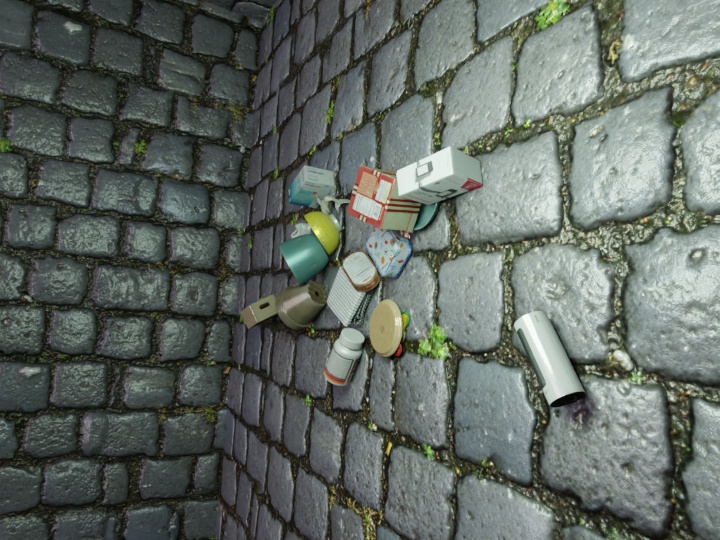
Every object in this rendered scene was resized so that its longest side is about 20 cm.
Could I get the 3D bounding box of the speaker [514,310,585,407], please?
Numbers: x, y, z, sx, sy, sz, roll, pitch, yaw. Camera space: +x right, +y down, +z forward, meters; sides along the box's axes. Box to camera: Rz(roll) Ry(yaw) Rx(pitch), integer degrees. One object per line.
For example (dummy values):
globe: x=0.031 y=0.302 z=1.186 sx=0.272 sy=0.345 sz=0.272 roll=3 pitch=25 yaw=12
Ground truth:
speaker: x=0.414 y=0.193 z=1.128 sx=0.081 sy=0.081 sz=0.201 roll=-52 pitch=42 yaw=43

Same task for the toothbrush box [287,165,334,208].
toothbrush box: x=-0.226 y=-0.377 z=2.335 sx=0.200 sy=0.145 sz=0.086 roll=-41 pitch=50 yaw=49

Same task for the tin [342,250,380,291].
tin: x=0.000 y=0.000 z=1.890 sx=0.112 sy=0.042 sz=0.200 roll=-36 pitch=41 yaw=1

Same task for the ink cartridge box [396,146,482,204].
ink cartridge box: x=0.222 y=-0.263 z=1.461 sx=0.199 sy=0.144 sz=0.084 roll=-16 pitch=72 yaw=45

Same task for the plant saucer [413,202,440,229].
plant saucer: x=0.201 y=-0.228 z=1.645 sx=0.199 sy=0.036 sz=0.202 roll=-19 pitch=68 yaw=58

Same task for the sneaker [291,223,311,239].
sneaker: x=-0.306 y=-0.145 z=2.499 sx=0.071 sy=0.080 sz=0.202 roll=53 pitch=131 yaw=49

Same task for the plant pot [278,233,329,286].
plant pot: x=-0.229 y=-0.060 z=2.170 sx=0.202 sy=0.160 sz=0.201 roll=61 pitch=177 yaw=5

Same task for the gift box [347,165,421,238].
gift box: x=0.097 y=-0.212 z=1.613 sx=0.199 sy=0.186 sz=0.186 roll=35 pitch=114 yaw=36

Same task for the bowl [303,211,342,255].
bowl: x=-0.141 y=-0.176 z=2.153 sx=0.107 sy=0.201 sz=0.200 roll=-34 pitch=39 yaw=-1

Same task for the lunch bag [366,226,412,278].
lunch bag: x=0.093 y=-0.080 z=1.771 sx=0.161 sy=0.075 sz=0.201 roll=-65 pitch=35 yaw=34

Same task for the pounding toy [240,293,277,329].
pounding toy: x=-0.527 y=0.196 z=2.736 sx=0.184 sy=0.199 sz=0.143 roll=-32 pitch=85 yaw=54

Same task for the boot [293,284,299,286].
boot: x=-0.306 y=0.164 z=2.434 sx=0.095 sy=0.073 sz=0.202 roll=165 pitch=110 yaw=-66

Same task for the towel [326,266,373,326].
towel: x=-0.037 y=0.099 z=1.956 sx=0.200 sy=0.085 sz=0.167 roll=43 pitch=114 yaw=50

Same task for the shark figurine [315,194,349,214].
shark figurine: x=-0.118 y=-0.301 z=2.201 sx=0.129 sy=0.089 sz=0.214 roll=60 pitch=156 yaw=-3

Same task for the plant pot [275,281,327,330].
plant pot: x=-0.241 y=0.138 z=2.239 sx=0.173 sy=0.199 sz=0.202 roll=-32 pitch=55 yaw=34

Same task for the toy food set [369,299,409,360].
toy food set: x=0.092 y=0.200 z=1.738 sx=0.198 sy=0.048 sz=0.202 roll=39 pitch=117 yaw=57

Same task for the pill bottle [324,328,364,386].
pill bottle: x=-0.059 y=0.323 z=1.921 sx=0.110 sy=0.109 sz=0.201 roll=53 pitch=129 yaw=51
